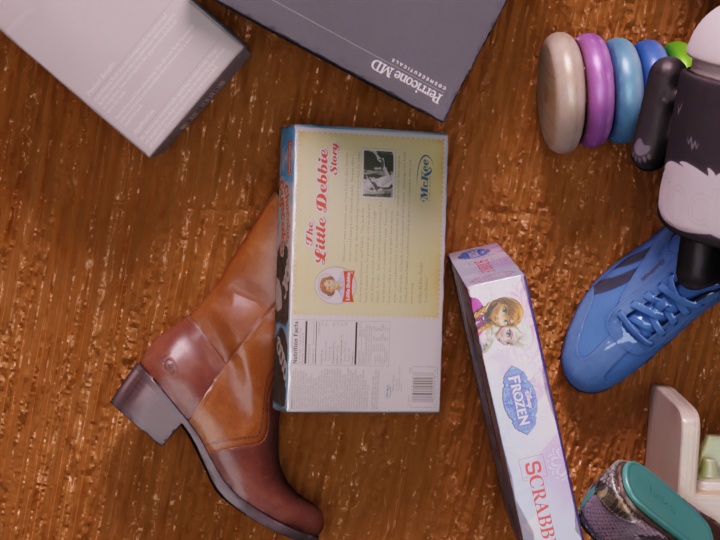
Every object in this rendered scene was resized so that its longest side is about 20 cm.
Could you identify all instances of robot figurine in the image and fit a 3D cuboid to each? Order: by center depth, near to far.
[{"bbox_3d":[0.264,-0.081,1.203,0.150,0.125,0.200,6,104,-5],"label":"robot figurine"}]

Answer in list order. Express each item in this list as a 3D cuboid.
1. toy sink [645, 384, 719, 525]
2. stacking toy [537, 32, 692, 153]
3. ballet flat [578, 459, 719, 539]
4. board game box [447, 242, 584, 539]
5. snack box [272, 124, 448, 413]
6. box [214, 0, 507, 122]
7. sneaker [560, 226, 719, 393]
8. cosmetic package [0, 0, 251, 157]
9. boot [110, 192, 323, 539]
[{"bbox_3d":[0.265,0.189,1.303,0.112,0.130,0.200,2,96,-2],"label":"toy sink"},{"bbox_3d":[0.229,-0.129,1.292,0.200,0.085,0.086,-3,97,-5],"label":"stacking toy"},{"bbox_3d":[0.222,0.196,1.208,0.200,0.072,0.072,35,95,-16],"label":"ballet flat"},{"bbox_3d":[0.105,0.090,1.252,0.041,0.200,0.200,-13,97,1],"label":"board game box"},{"bbox_3d":[0.000,0.000,1.295,0.116,0.037,0.200,2,90,-19],"label":"snack box"},{"bbox_3d":[0.011,-0.228,1.261,0.200,0.104,0.182,29,94,-4],"label":"box"},{"bbox_3d":[0.220,0.012,1.308,0.066,0.078,0.200,44,95,-7],"label":"sneaker"},{"bbox_3d":[-0.185,-0.181,1.273,0.200,0.090,0.107,43,94,-3],"label":"cosmetic package"},{"bbox_3d":[-0.050,0.074,1.330,0.188,0.068,0.200,41,84,-2],"label":"boot"}]
